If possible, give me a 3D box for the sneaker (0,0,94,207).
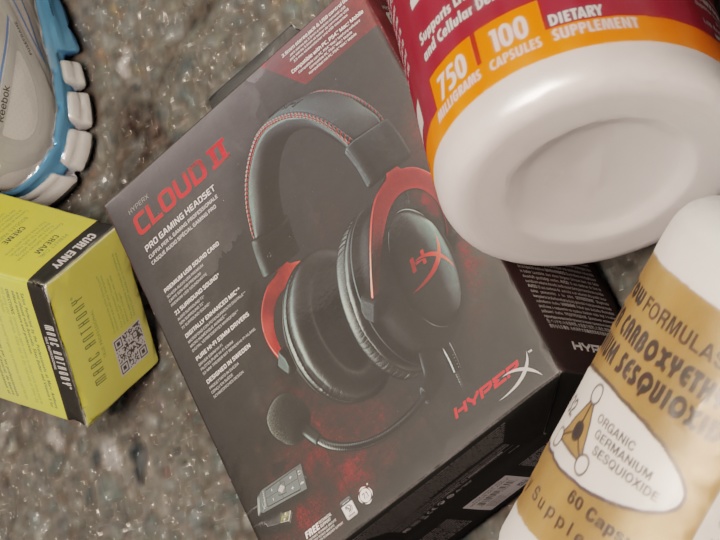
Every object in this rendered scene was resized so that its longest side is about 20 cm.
[{"bbox_3d":[-0.174,-0.127,1.224,0.075,0.086,0.201,-28,66,31],"label":"sneaker"}]

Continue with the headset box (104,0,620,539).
[{"bbox_3d":[0.000,0.000,1.085,0.148,0.075,0.201,-38,63,26],"label":"headset box"}]

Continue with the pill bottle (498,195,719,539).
[{"bbox_3d":[0.139,0.037,0.955,0.114,0.114,0.201,36,104,34],"label":"pill bottle"}]

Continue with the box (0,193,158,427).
[{"bbox_3d":[-0.181,0.003,1.213,0.199,0.050,0.076,13,132,36],"label":"box"}]

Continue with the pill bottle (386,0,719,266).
[{"bbox_3d":[0.063,-0.111,1.022,0.113,0.113,0.201,-34,51,27],"label":"pill bottle"}]
